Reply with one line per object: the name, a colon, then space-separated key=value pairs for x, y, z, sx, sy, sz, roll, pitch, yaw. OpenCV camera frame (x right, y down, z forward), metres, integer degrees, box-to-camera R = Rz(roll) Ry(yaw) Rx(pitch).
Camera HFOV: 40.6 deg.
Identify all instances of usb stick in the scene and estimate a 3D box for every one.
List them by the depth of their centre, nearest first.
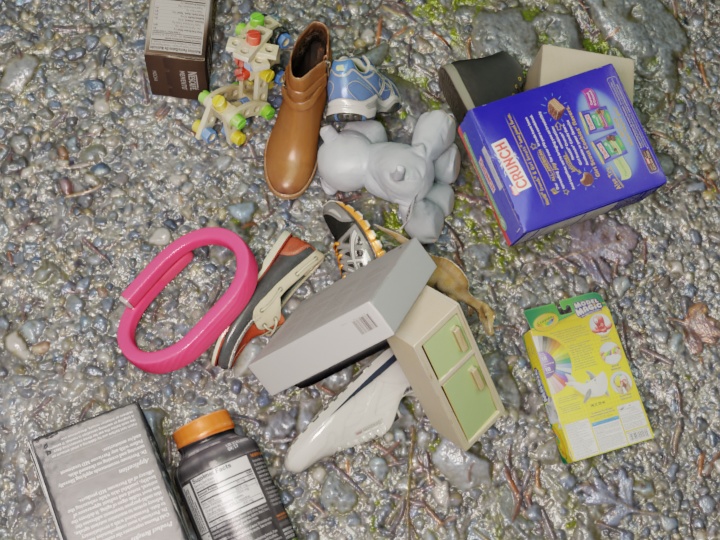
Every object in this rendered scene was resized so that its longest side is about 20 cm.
usb stick: x=0.003 y=0.091 z=1.192 sx=0.199 sy=0.055 sz=0.033 roll=-26 pitch=78 yaw=7

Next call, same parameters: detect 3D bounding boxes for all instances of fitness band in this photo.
fitness band: x=-0.214 y=0.033 z=1.186 sx=0.143 sy=0.037 sz=0.200 roll=32 pitch=75 yaw=37

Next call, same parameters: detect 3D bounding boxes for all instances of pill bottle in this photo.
pill bottle: x=-0.148 y=0.265 z=1.125 sx=0.106 sy=0.106 sz=0.201 roll=-22 pitch=77 yaw=-13

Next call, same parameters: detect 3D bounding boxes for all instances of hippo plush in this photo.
hippo plush: x=0.027 y=-0.117 z=1.259 sx=0.160 sy=0.160 sz=0.200 roll=10 pitch=36 yaw=24

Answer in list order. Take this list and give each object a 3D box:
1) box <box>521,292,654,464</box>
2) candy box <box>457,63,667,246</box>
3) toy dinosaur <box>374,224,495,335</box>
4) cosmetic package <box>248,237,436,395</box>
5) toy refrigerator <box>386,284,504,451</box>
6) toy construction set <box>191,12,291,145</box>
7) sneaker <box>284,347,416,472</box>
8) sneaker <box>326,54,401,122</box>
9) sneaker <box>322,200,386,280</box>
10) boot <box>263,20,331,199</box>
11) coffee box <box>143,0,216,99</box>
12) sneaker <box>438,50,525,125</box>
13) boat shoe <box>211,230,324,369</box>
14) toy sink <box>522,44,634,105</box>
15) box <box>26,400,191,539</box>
box: x=0.285 y=0.135 z=1.252 sx=0.116 sy=0.048 sz=0.201 roll=-13 pitch=78 yaw=-11
candy box: x=0.245 y=-0.142 z=1.198 sx=0.199 sy=0.077 sz=0.170 roll=-18 pitch=77 yaw=-13
toy dinosaur: x=0.097 y=0.004 z=1.235 sx=0.200 sy=0.101 sz=0.058 roll=42 pitch=67 yaw=0
cosmetic package: x=-0.020 y=0.053 z=1.132 sx=0.052 sy=0.199 sz=0.151 roll=51 pitch=37 yaw=-13
toy refrigerator: x=0.102 y=0.119 z=1.154 sx=0.076 sy=0.201 sz=0.070 roll=-41 pitch=40 yaw=-17
toy construction set: x=-0.148 y=-0.253 z=1.248 sx=0.092 sy=0.200 sz=0.131 roll=47 pitch=58 yaw=8
sneaker: x=-0.007 y=0.183 z=1.189 sx=0.200 sy=0.076 sz=0.081 roll=-41 pitch=91 yaw=-15
sneaker: x=0.008 y=-0.240 z=1.261 sx=0.075 sy=0.200 sz=0.078 roll=-1 pitch=105 yaw=14
sneaker: x=0.000 y=0.000 z=1.243 sx=0.077 sy=0.078 sz=0.201 roll=-30 pitch=77 yaw=-4
boot: x=-0.075 y=-0.205 z=1.251 sx=0.076 sy=0.155 sz=0.201 roll=19 pitch=72 yaw=-1
coffee box: x=-0.234 y=-0.344 z=1.296 sx=0.079 sy=0.113 sz=0.202 roll=4 pitch=73 yaw=-6
sneaker: x=0.194 y=-0.211 z=1.329 sx=0.106 sy=0.075 sz=0.201 roll=-21 pitch=76 yaw=-10
boat shoe: x=-0.117 y=0.043 z=1.218 sx=0.062 sy=0.071 sz=0.201 roll=31 pitch=68 yaw=0
toy sink: x=0.286 y=-0.182 z=1.314 sx=0.129 sy=0.112 sz=0.202 roll=8 pitch=72 yaw=-4
box: x=-0.258 y=0.268 z=1.060 sx=0.123 sy=0.200 sz=0.198 roll=-19 pitch=77 yaw=-13
